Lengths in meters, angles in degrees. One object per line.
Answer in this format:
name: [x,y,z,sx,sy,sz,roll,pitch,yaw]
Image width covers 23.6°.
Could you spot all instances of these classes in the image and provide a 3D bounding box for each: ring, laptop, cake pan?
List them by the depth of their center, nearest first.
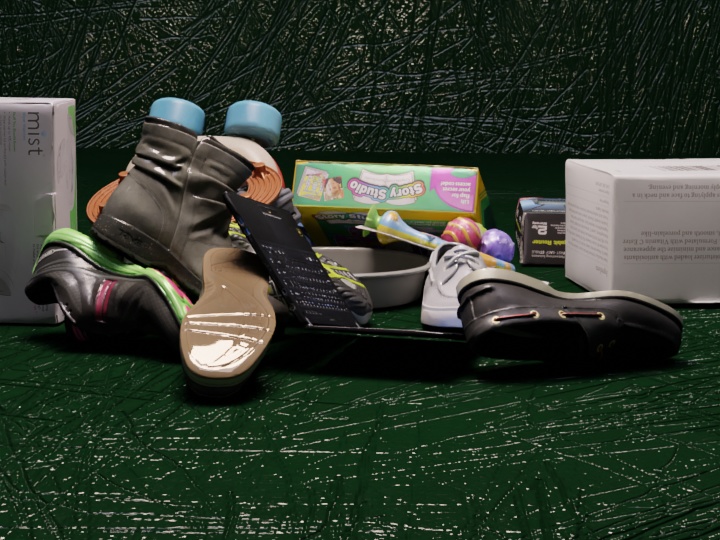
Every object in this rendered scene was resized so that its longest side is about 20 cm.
laptop: [0.000,0.000,1.429,0.103,0.201,0.177,-34,-11,10]
cake pan: [-0.026,0.007,1.715,0.198,0.037,0.200,1,9,0]
ring: [-0.177,-0.079,1.722,0.199,0.019,0.201,-5,24,2]

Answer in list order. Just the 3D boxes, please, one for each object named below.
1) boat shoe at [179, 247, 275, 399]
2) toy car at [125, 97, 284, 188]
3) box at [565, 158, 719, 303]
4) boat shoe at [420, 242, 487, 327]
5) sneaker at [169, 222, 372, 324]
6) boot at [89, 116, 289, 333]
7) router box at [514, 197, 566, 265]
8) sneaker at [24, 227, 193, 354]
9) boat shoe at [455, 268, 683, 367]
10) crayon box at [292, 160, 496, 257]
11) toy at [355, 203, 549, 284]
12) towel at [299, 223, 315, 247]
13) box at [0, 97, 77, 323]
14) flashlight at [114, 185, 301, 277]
boat shoe: [-0.104,0.050,1.336,0.071,0.065,0.200,5,27,-5]
toy car: [-0.154,-0.064,1.904,0.175,0.186,0.200,3,-20,14]
box: [0.325,-0.044,1.762,0.197,0.132,0.200,-1,8,-7]
boat shoe: [0.093,0.011,1.590,0.071,0.069,0.200,1,8,4]
sneaker: [-0.083,0.013,1.584,0.199,0.077,0.075,22,11,13]
boot: [-0.123,-0.041,1.490,0.199,0.131,0.068,32,-9,-13]
router box: [0.280,-0.045,2.003,0.198,0.063,0.150,1,10,2]
sneaker: [-0.204,0.035,1.449,0.199,0.084,0.077,23,-19,36]
boat shoe: [0.171,0.050,1.381,0.200,0.064,0.074,10,-37,-21]
crayon box: [0.040,-0.061,1.873,0.198,0.059,0.173,3,-19,12]
toy: [0.100,-0.031,1.754,0.198,0.048,0.115,15,3,8]
towel: [-0.046,-0.061,2.136,0.111,0.049,0.200,-2,9,-25]
box: [-0.352,-0.058,1.573,0.175,0.202,0.097,0,8,3]
flashlight: [-0.155,-0.037,1.717,0.068,0.068,0.200,3,27,47]
